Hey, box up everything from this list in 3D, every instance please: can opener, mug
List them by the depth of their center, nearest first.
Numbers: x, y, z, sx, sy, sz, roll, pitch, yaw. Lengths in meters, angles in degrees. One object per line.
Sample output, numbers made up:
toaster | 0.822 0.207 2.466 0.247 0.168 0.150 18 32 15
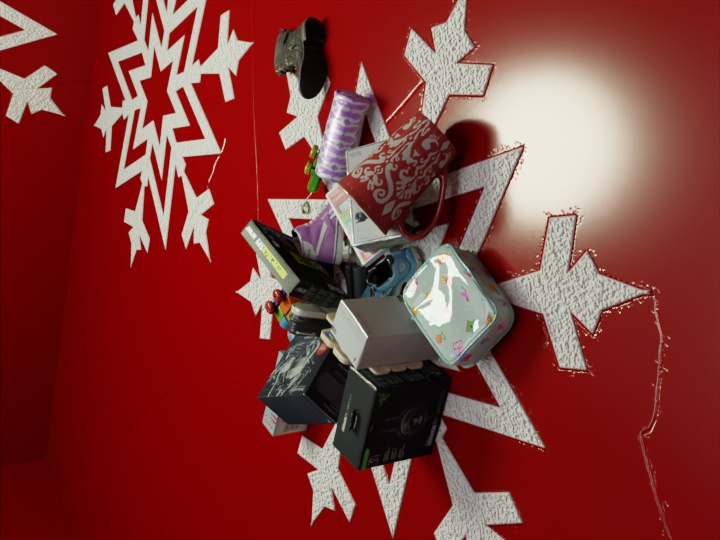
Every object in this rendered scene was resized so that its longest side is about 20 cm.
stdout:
mug | 0.083 -0.169 1.506 0.200 0.177 0.134 -45 31 2
can opener | 0.000 0.000 1.728 0.052 0.066 0.203 18 114 49

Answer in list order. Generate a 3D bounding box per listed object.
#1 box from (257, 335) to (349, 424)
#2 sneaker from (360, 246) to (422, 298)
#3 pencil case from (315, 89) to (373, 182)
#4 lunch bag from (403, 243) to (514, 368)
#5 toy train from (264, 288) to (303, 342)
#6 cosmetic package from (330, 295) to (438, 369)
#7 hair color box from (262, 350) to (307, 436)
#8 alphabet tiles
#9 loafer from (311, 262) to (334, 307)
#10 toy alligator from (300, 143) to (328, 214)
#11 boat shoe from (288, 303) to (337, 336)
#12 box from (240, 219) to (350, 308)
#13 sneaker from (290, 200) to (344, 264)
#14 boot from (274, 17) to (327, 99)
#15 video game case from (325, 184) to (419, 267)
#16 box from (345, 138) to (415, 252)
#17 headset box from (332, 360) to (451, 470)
box | -0.097 0.226 1.750 0.199 0.104 0.183 -16 37 52
sneaker | 0.039 0.019 1.640 0.201 0.089 0.079 -55 50 42
pencil case | -0.037 -0.283 1.734 0.084 0.084 0.202 -107 29 -60
lunch bag | 0.170 0.064 1.453 0.161 0.076 0.201 -52 49 25
toy train | -0.145 0.084 1.892 0.117 0.084 0.200 63 149 14
cosmetic package | 0.056 0.112 1.529 0.113 0.198 0.082 50 130 39
hair color box | -0.159 0.286 1.920 0.061 0.098 0.203 39 122 45
alphabet tiles | 0.025 0.138 1.574 0.196 0.198 0.015 45 128 42
loafer | -0.092 0.053 1.829 0.068 0.069 0.204 126 141 -85
toy alligator | -0.095 -0.223 1.852 0.054 0.059 0.202 -69 1 -59
boat shoe | -0.053 0.113 1.658 0.074 0.197 0.061 36 114 59
box | -0.134 -0.008 1.701 0.048 0.199 0.193 -49 58 10
sneaker | -0.089 -0.103 1.743 0.202 0.112 0.073 -86 4 -46
boot | -0.149 -0.485 1.907 0.173 0.068 0.203 -5 80 57
video game case | 0.021 -0.126 1.668 0.143 0.017 0.201 -39 58 16
box | 0.039 -0.147 1.604 0.115 0.060 0.203 -12 74 25
headset box | 0.053 0.267 1.542 0.093 0.198 0.177 35 118 48
